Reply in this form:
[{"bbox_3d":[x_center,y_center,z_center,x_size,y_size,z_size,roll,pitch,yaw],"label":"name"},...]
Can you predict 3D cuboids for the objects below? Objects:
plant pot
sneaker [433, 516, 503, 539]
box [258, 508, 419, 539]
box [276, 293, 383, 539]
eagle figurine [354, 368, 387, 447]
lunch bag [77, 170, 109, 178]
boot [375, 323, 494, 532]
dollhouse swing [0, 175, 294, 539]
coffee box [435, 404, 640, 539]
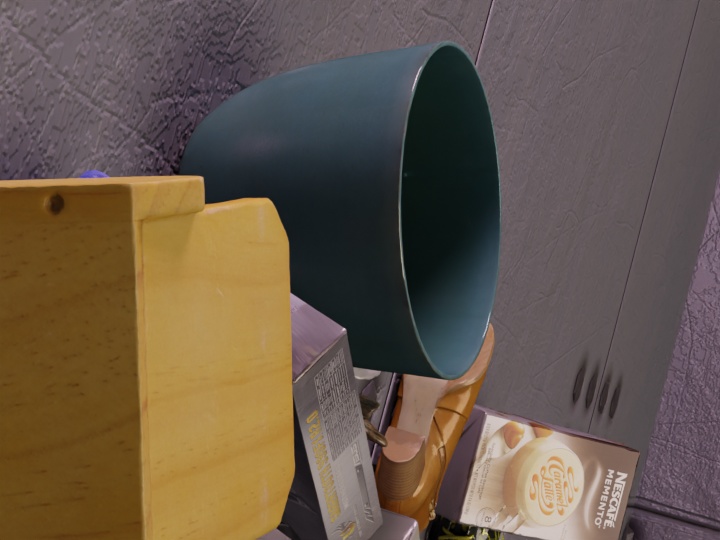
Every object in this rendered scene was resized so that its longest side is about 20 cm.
[{"bbox_3d":[-0.017,-0.036,1.091,0.200,0.160,0.202,0,90,-69],"label":"plant pot"},{"bbox_3d":[0.119,0.260,1.852,0.085,0.074,0.201,-35,133,-55],"label":"sneaker"},{"bbox_3d":[-0.024,0.275,1.372,0.201,0.127,0.109,84,27,-46],"label":"box"},{"bbox_3d":[-0.068,0.073,1.050,0.048,0.158,0.201,-43,148,-24],"label":"box"},{"bbox_3d":[-0.005,-0.002,1.249,0.201,0.150,0.152,-62,149,-8],"label":"eagle figurine"},{"bbox_3d":[-0.156,0.057,0.924,0.151,0.094,0.201,-51,137,-35],"label":"lunch bag"},{"bbox_3d":[0.064,0.149,1.647,0.145,0.070,0.202,90,25,-50],"label":"boot"},{"bbox_3d":[-0.133,0.055,0.852,0.176,0.180,0.202,-47,136,-81],"label":"dollhouse swing"},{"bbox_3d":[0.172,0.208,1.792,0.199,0.080,0.115,15,89,-29],"label":"coffee box"}]
